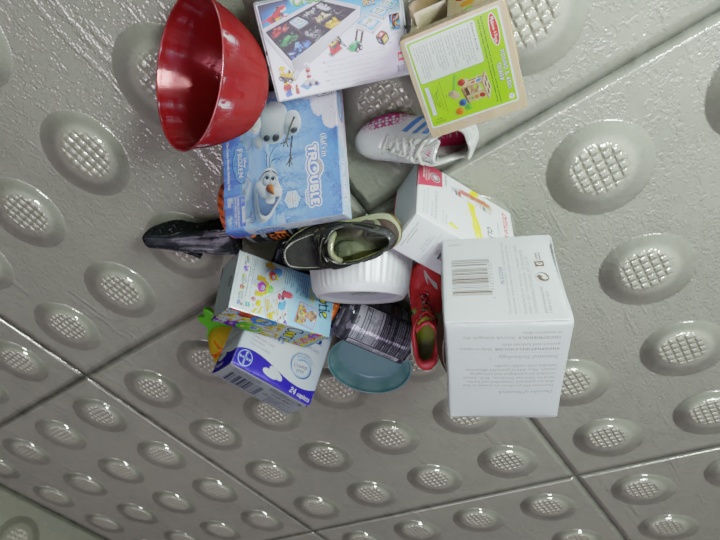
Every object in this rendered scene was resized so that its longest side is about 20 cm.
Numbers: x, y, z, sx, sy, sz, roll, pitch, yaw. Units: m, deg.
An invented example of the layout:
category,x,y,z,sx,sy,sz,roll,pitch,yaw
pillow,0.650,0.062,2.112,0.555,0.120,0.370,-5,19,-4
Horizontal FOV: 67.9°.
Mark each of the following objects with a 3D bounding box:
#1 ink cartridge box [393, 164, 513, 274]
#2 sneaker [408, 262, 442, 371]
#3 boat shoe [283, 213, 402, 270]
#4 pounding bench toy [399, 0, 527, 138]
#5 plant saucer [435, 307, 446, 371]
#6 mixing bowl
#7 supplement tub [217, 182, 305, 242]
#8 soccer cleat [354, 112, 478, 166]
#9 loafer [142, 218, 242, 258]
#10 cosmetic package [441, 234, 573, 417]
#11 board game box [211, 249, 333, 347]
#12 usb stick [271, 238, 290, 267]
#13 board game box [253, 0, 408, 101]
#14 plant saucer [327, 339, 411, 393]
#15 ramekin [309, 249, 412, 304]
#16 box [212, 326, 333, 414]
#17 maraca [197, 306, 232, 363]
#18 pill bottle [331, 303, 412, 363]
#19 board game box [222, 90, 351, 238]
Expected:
category,x,y,z,sx,sy,sz,roll,pitch,yaw
ink cartridge box,0.153,-0.067,0.868,0.195,0.148,0.084,27,131,-16
sneaker,0.126,0.083,0.992,0.074,0.085,0.209,-3,88,7
boat shoe,-0.035,-0.040,0.798,0.193,0.066,0.075,-10,102,18
pounding bench toy,0.116,-0.307,0.649,0.120,0.159,0.203,-13,129,22
plant saucer,0.195,0.098,0.998,0.034,0.201,0.204,16,143,39
mixing bowl,-0.196,-0.264,0.746,0.106,0.206,0.200,-1,148,-44
supplement tub,-0.131,-0.116,0.890,0.192,0.125,0.125,-7,131,17
soccer cleat,0.081,-0.194,0.806,0.192,0.088,0.071,-4,132,14
loafer,-0.318,-0.054,1.016,0.192,0.069,0.073,-2,124,7
cosmetic package,0.201,0.083,0.778,0.159,0.171,0.205,-3,132,9
board game box,-0.156,0.058,0.979,0.194,0.109,0.102,20,153,-26
usb stick,-0.131,-0.024,0.964,0.053,0.034,0.200,12,170,-10
board game box,-0.034,-0.315,0.722,0.192,0.035,0.130,-9,123,5
plant saucer,0.021,0.203,1.210,0.191,0.037,0.205,6,132,6
ramekin,0.000,0.000,0.923,0.193,0.098,0.203,1,169,0
box,-0.165,0.148,1.072,0.181,0.205,0.104,33,143,-21
maraca,-0.279,0.152,1.169,0.132,0.109,0.204,-5,131,16
pill bottle,0.014,0.101,1.071,0.194,0.108,0.107,24,132,-11
board game box,-0.115,-0.167,0.805,0.191,0.209,0.043,-7,172,16
